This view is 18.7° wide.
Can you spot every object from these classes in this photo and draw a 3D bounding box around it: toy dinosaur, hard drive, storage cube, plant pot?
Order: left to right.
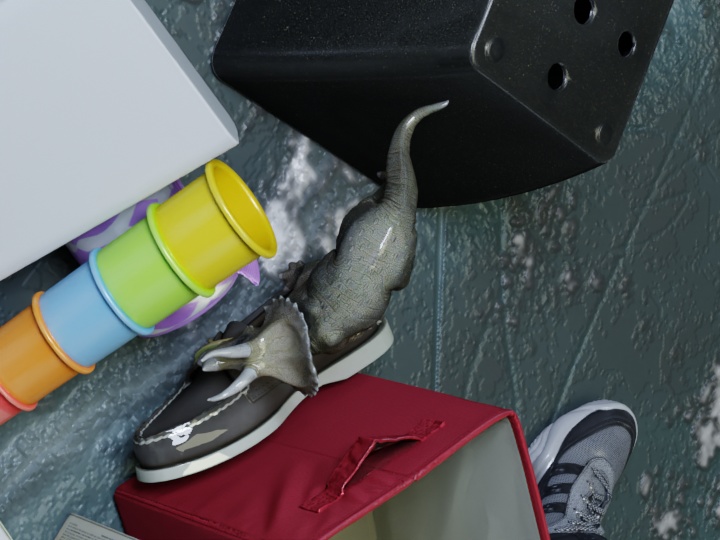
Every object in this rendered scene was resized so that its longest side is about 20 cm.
[{"bbox_3d":[-0.179,-0.066,1.092,0.199,0.027,0.132,-29,124,13],"label":"hard drive"},{"bbox_3d":[-0.008,0.176,1.266,0.170,0.179,0.201,-31,115,-34],"label":"storage cube"},{"bbox_3d":[0.000,0.000,1.212,0.077,0.102,0.200,42,102,-11],"label":"toy dinosaur"},{"bbox_3d":[0.069,-0.157,1.281,0.199,0.177,0.201,32,75,-40],"label":"plant pot"}]

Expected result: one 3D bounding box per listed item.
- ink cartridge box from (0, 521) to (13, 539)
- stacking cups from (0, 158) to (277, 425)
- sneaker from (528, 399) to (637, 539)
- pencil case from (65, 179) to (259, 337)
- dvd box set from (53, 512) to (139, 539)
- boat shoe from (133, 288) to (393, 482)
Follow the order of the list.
[{"bbox_3d":[-0.278,0.121,1.087,0.148,0.075,0.201,-44,122,-27],"label":"ink cartridge box"},{"bbox_3d":[-0.138,0.020,1.144,0.199,0.061,0.060,-34,128,16],"label":"stacking cups"},{"bbox_3d":[0.148,0.172,1.446,0.200,0.113,0.076,-47,125,-26],"label":"sneaker"},{"bbox_3d":[-0.137,-0.058,1.173,0.085,0.084,0.201,-25,123,9],"label":"pencil case"},{"bbox_3d":[-0.158,0.236,1.164,0.029,0.146,0.201,46,67,-38],"label":"dvd box set"},{"bbox_3d":[-0.063,0.055,1.273,0.201,0.071,0.061,-34,114,-40],"label":"boat shoe"}]
